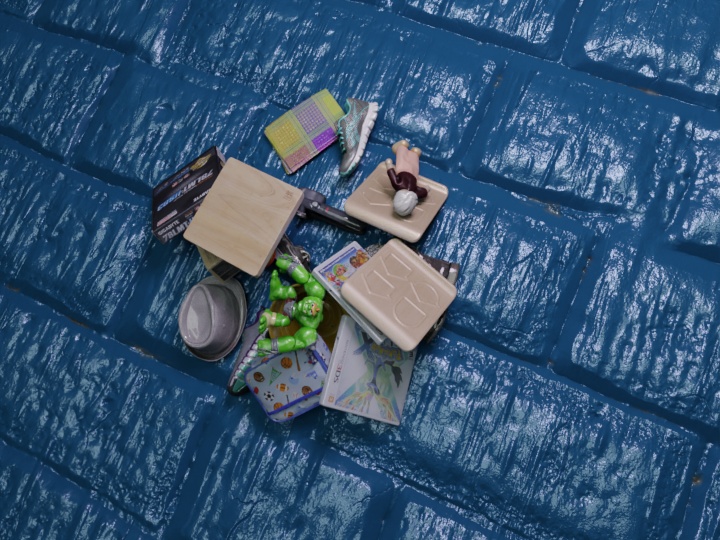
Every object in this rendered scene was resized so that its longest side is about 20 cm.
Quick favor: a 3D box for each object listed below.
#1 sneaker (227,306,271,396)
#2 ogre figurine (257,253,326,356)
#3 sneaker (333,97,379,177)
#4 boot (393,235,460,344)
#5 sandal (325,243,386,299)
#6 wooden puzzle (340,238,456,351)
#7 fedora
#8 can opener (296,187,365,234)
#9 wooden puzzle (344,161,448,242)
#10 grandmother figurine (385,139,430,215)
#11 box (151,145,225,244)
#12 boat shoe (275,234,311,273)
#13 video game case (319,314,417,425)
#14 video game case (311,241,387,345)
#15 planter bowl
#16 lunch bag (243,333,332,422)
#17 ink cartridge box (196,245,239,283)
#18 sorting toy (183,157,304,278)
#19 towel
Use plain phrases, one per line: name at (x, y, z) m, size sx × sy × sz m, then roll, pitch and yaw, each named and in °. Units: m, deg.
sneaker at (-0.248, 0.183, 1.318) m, size 0.087 × 0.074 × 0.202 m, roll 28°, pitch 82°, yaw 39°
ogre figurine at (-0.132, 0.076, 1.165) m, size 0.117 × 0.099 × 0.204 m, roll 11°, pitch 55°, yaw 0°
sneaker at (-0.027, -0.316, 1.365) m, size 0.089 × 0.078 × 0.205 m, roll 21°, pitch 73°, yaw -8°
boot at (0.112, 0.039, 1.258) m, size 0.170 × 0.069 × 0.205 m, roll 19°, pitch 81°, yaw 3°
sandal at (-0.001, -0.001, 1.311) m, size 0.197 × 0.048 × 0.077 m, roll -25°, pitch 83°, yaw 5°
wooden puzzle at (0.077, 0.049, 1.173) m, size 0.184 × 0.047 × 0.200 m, roll 39°, pitch 51°, yaw 10°
fedora at (-0.352, 0.101, 1.324) m, size 0.172 × 0.090 × 0.206 m, roll 2°, pitch 79°, yaw 17°
can opener at (-0.077, -0.134, 1.349) m, size 0.196 × 0.063 × 0.080 m, roll 25°, pitch 82°, yaw 15°
wooden puzzle at (0.082, -0.149, 1.297) m, size 0.182 × 0.047 × 0.201 m, roll 24°, pitch 47°, yaw 14°
grandmother figurine at (0.101, -0.196, 1.264) m, size 0.119 × 0.061 × 0.203 m, roll 20°, pitch 46°, yaw -11°
box at (-0.400, -0.182, 1.367) m, size 0.197 × 0.050 × 0.200 m, roll -32°, pitch 40°, yaw 7°
boat shoe at (-0.151, -0.027, 1.334) m, size 0.064 × 0.071 × 0.200 m, roll -44°, pitch 72°, yaw -1°
video game case at (0.023, 0.210, 1.211) m, size 0.197 × 0.022 × 0.187 m, roll 22°, pitch 78°, yaw -29°
video game case at (0.012, 0.041, 1.189) m, size 0.200 × 0.018 × 0.142 m, roll 46°, pitch 47°, yaw 11°
planter bowl at (-0.097, 0.112, 1.270) m, size 0.195 × 0.084 × 0.206 m, roll 4°, pitch 108°, yaw 13°
lunch bag at (-0.136, 0.229, 1.233) m, size 0.197 × 0.076 × 0.163 m, roll -27°, pitch 102°, yaw 20°
ink cartridge box at (-0.305, -0.099, 1.347) m, size 0.163 × 0.075 × 0.202 m, roll -34°, pitch 54°, yaw 0°
sorting toy at (-0.240, -0.106, 1.235) m, size 0.197 × 0.070 × 0.202 m, roll 26°, pitch 79°, yaw 19°
towel at (-0.131, -0.344, 1.427) m, size 0.198 × 0.023 × 0.145 m, roll -35°, pitch 73°, yaw 0°
